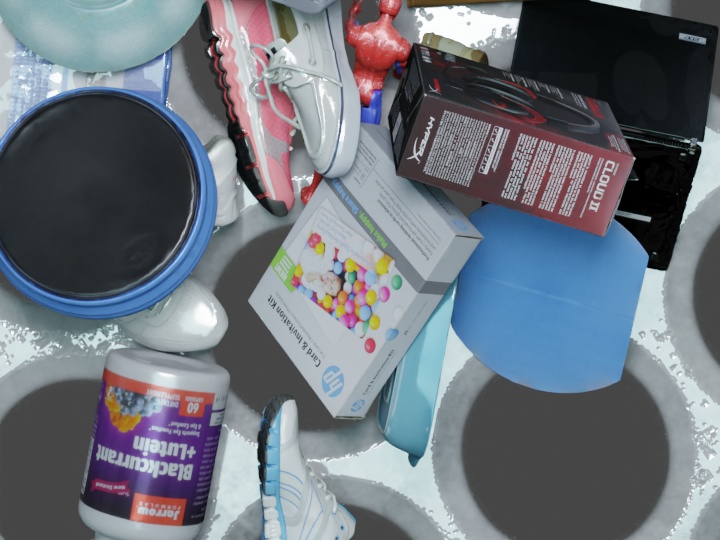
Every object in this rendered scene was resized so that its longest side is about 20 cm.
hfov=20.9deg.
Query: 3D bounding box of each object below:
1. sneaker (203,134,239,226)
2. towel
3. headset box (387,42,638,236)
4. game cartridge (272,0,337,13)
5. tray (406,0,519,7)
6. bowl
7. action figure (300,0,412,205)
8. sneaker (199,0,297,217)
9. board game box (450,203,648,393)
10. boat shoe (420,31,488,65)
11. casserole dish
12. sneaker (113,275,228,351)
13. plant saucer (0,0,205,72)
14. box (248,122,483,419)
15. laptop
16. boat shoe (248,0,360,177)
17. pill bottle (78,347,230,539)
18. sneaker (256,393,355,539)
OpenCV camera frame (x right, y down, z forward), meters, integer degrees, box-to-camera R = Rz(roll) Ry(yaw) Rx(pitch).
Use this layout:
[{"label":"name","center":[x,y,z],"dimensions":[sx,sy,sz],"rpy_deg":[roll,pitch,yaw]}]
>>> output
[{"label":"sneaker","center":[-0.201,-0.099,1.699],"dimensions":[0.199,0.078,0.100],"rpy_deg":[6,105,-8]},{"label":"towel","center":[-0.267,-0.182,1.726],"dimensions":[0.199,0.024,0.147],"rpy_deg":[7,95,1]},{"label":"headset box","center":[0.129,-0.106,1.592],"dimensions":[0.200,0.149,0.075],"rpy_deg":[17,111,-8]},{"label":"game cartridge","center":[-0.071,-0.280,1.639],"dimensions":[0.200,0.133,0.042],"rpy_deg":[25,130,29]},{"label":"tray","center":[0.138,-0.264,1.667],"dimensions":[0.199,0.099,0.037],"rpy_deg":[-2,74,2]},{"label":"bowl","center":[-0.222,-0.060,1.637],"dimensions":[0.200,0.039,0.201],"rpy_deg":[-1,79,3]},{"label":"action figure","center":[0.002,-0.158,1.706],"dimensions":[0.065,0.099,0.200],"rpy_deg":[17,117,-3]},{"label":"sneaker","center":[-0.075,-0.148,1.699],"dimensions":[0.087,0.074,0.201],"rpy_deg":[-16,99,-13]},{"label":"board game box","center":[0.166,0.012,1.700],"dimensions":[0.158,0.039,0.200],"rpy_deg":[16,124,12]},{"label":"boat shoe","center":[0.046,-0.108,1.701],"dimensions":[0.063,0.073,0.201],"rpy_deg":[24,94,14]},{"label":"casserole dish","center":[0.047,0.069,1.684],"dimensions":[0.039,0.121,0.201],"rpy_deg":[9,94,-5]},{"label":"sneaker","center":[-0.209,0.013,1.699],"dimensions":[0.200,0.100,0.075],"rpy_deg":[29,87,-1]},{"label":"plant saucer","center":[-0.228,-0.274,1.692],"dimensions":[0.200,0.039,0.202],"rpy_deg":[0,83,0]},{"label":"box","center":[0.000,0.000,1.651],"dimensions":[0.156,0.041,0.200],"rpy_deg":[52,121,35]},{"label":"laptop","center":[0.209,-0.123,1.723],"dimensions":[0.177,0.103,0.200],"rpy_deg":[11,120,1]},{"label":"boat shoe","center":[-0.056,-0.176,1.638],"dimensions":[0.086,0.075,0.202],"rpy_deg":[1,75,-29]},{"label":"pill bottle","center":[-0.185,0.176,1.705],"dimensions":[0.111,0.111,0.201],"rpy_deg":[11,94,1]},{"label":"sneaker","center":[-0.048,0.206,1.731],"dimensions":[0.086,0.075,0.201],"rpy_deg":[-3,102,-5]}]
